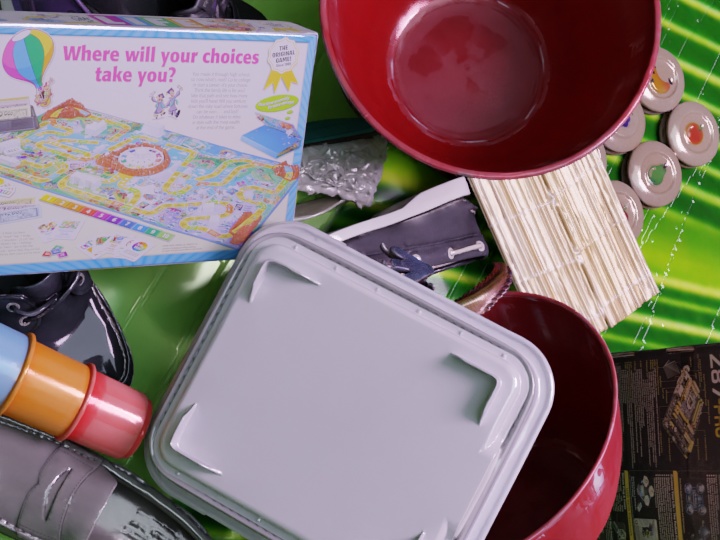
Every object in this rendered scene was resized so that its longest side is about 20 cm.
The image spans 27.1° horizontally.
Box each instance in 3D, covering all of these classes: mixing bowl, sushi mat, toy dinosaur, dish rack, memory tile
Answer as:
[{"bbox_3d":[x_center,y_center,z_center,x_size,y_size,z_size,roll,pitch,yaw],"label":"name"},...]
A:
[{"bbox_3d":[0.083,0.125,0.926,0.200,0.200,0.108,-56,133,-21],"label":"mixing bowl"},{"bbox_3d":[0.125,-0.050,1.001,0.095,0.012,0.201,-27,98,-19],"label":"sushi mat"},{"bbox_3d":[-0.002,0.085,0.905,0.199,0.182,0.105,4,38,-40],"label":"toy dinosaur"},{"bbox_3d":[0.073,-0.141,0.913,0.199,0.108,0.201,1,79,-3],"label":"mixing bowl"},{"bbox_3d":[-0.012,0.079,0.813,0.199,0.044,0.172,27,86,13],"label":"dish rack"},{"bbox_3d":[0.173,-0.130,1.084,0.153,0.017,0.200,-42,103,-25],"label":"memory tile"}]

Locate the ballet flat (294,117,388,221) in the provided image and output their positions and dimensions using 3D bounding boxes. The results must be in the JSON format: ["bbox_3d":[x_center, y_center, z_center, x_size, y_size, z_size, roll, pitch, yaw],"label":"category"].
[{"bbox_3d":[-0.070,-0.057,0.925,0.199,0.072,0.072,-5,86,-27],"label":"ballet flat"}]

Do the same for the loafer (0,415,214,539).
[{"bbox_3d":[-0.163,0.130,0.846,0.199,0.070,0.070,30,69,-22],"label":"loafer"}]

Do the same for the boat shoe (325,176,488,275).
[{"bbox_3d":[0.000,0.000,0.950,0.200,0.074,0.061,-25,91,-36],"label":"boat shoe"}]

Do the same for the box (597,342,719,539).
[{"bbox_3d":[0.215,0.150,0.990,0.049,0.161,0.201,-1,83,-27],"label":"box"}]

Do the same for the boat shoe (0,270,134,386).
[{"bbox_3d":[-0.195,-0.001,0.850,0.074,0.066,0.200,-40,102,-26],"label":"boat shoe"}]

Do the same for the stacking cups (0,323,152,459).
[{"bbox_3d":[-0.210,0.049,0.816,0.200,0.060,0.061,29,71,-25],"label":"stacking cups"}]

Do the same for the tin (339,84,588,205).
[{"bbox_3d":[0.076,-0.121,1.011,0.200,0.042,0.112,32,74,-17],"label":"tin"}]

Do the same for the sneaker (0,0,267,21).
[{"bbox_3d":[-0.106,-0.146,0.873,0.200,0.087,0.076,2,82,-51],"label":"sneaker"}]

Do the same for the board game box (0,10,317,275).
[{"bbox_3d":[-0.122,-0.070,0.817,0.199,0.034,0.135,-4,112,-35],"label":"board game box"}]
